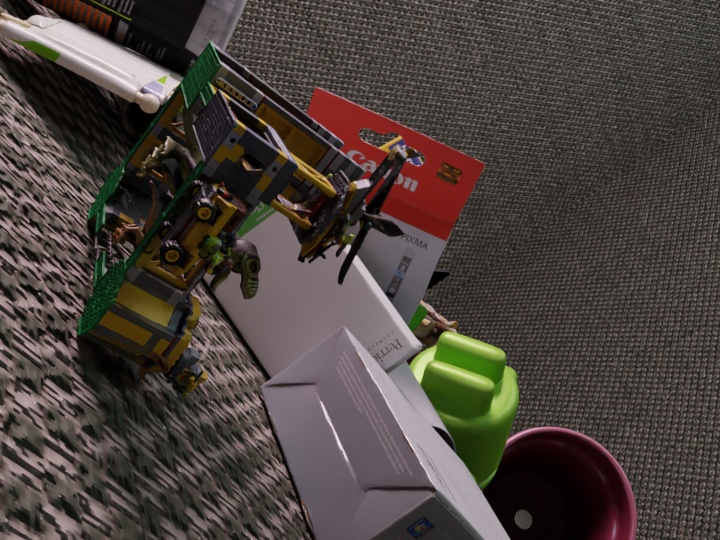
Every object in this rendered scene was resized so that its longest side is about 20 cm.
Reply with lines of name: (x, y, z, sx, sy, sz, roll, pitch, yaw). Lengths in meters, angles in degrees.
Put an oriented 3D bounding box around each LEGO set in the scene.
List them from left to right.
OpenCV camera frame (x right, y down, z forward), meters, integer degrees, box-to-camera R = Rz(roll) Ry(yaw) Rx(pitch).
LEGO set: (-0.058, -0.022, 0.413, 0.116, 0.154, 0.200, 33, 5, -28)

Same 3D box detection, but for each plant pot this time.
plant pot: (0.228, 0.312, 1.023, 0.200, 0.200, 0.179, 55, -13, 14)

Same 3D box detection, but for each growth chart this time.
growth chart: (-0.179, -0.154, 0.596, 0.145, 0.018, 0.200, 28, 13, -8)

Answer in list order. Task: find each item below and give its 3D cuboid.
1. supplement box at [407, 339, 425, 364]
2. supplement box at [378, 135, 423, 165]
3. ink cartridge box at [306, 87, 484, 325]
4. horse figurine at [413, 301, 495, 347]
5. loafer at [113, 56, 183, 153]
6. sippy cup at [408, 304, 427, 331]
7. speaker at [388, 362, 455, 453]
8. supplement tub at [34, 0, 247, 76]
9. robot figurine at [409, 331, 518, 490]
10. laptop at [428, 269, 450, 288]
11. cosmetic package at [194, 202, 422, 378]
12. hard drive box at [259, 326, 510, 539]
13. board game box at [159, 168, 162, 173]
supplement box: (0.037, 0.115, 1.077, 0.110, 0.086, 0.200, 52, 3, -23)
supplement box: (-0.002, -0.074, 1.028, 0.110, 0.200, 0.109, 61, 3, 2)
ink cartridge box: (-0.003, -0.039, 0.704, 0.160, 0.200, 0.047, 25, 40, 0)
horse figurine: (0.089, 0.066, 1.009, 0.200, 0.050, 0.132, 38, -5, -41)
loafer: (-0.183, -0.149, 0.717, 0.070, 0.070, 0.200, 7, 28, -50)
sippy cup: (0.000, 0.000, 0.897, 0.130, 0.139, 0.178, 50, 28, -49)
speaker: (0.016, 0.116, 0.741, 0.081, 0.081, 0.200, 52, 3, -32)
supplement tub: (-0.199, -0.258, 0.678, 0.200, 0.123, 0.123, 24, 14, -19)
robot figurine: (0.096, 0.157, 0.825, 0.116, 0.176, 0.200, 17, -47, 13)
laptop: (0.002, -0.022, 1.183, 0.200, 0.103, 0.177, 53, -32, 2)
cosmetic package: (-0.051, 0.010, 0.631, 0.200, 0.108, 0.085, 53, 3, 10)
hard drive box: (0.033, 0.159, 0.541, 0.200, 0.077, 0.156, 52, 4, -38)
board game box: (-0.186, -0.119, 0.829, 0.105, 0.023, 0.200, 49, 5, -41)
